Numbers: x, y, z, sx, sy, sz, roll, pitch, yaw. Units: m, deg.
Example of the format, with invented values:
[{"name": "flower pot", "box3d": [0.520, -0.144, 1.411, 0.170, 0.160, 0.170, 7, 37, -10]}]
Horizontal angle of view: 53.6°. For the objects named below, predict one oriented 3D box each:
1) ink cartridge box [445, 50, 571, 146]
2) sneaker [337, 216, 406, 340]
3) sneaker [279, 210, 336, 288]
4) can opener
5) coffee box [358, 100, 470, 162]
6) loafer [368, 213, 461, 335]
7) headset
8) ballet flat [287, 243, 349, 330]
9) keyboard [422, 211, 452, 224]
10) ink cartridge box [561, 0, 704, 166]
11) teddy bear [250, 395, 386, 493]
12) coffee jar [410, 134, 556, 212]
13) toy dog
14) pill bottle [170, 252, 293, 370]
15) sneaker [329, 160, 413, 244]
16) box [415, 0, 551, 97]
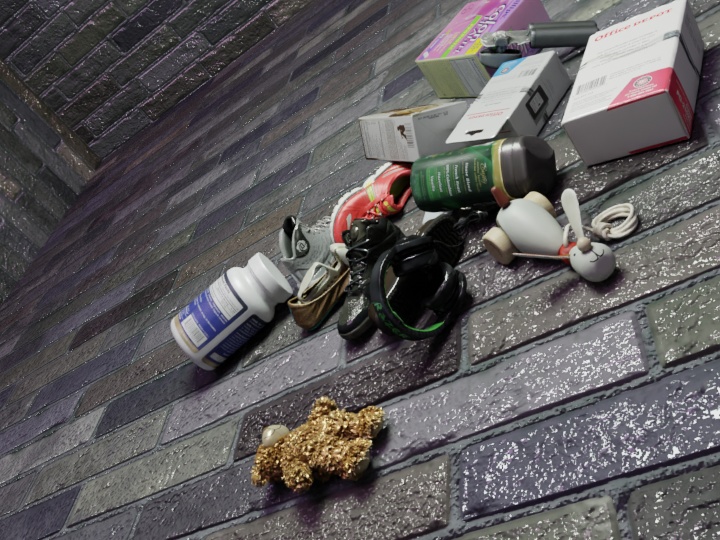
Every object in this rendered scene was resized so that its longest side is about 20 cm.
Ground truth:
[{"name": "ink cartridge box", "box3d": [0.238, -0.254, 1.147, 0.115, 0.067, 0.201, 6, 54, 54]}, {"name": "sneaker", "box3d": [0.000, 0.000, 1.057, 0.076, 0.114, 0.201, -5, 48, 50]}, {"name": "sneaker", "box3d": [-0.077, -0.072, 1.245, 0.074, 0.116, 0.202, -10, 42, 44]}, {"name": "can opener", "box3d": [0.301, -0.384, 1.214, 0.196, 0.068, 0.054, 0, 39, 7]}, {"name": "coffee box", "box3d": [0.092, -0.242, 1.246, 0.112, 0.081, 0.199, -18, 17, -22]}, {"name": "loafer", "box3d": [0.069, -0.001, 1.009, 0.201, 0.073, 0.071, -52, 28, -20]}, {"name": "headset", "box3d": [0.096, -0.002, 0.924, 0.094, 0.124, 0.201, -26, 21, 53]}, {"name": "ballet flat", "box3d": [-0.042, 0.004, 1.143, 0.200, 0.072, 0.068, -45, 29, -6]}, {"name": "keyboard", "box3d": [0.145, -0.152, 1.190, 0.056, 0.011, 0.202, -25, 32, 39]}, {"name": "ink cartridge box", "box3d": [0.370, -0.253, 0.961, 0.143, 0.084, 0.202, -12, 42, 43]}, {"name": "teddy bear", "box3d": [-0.057, 0.214, 0.883, 0.198, 0.067, 0.146, -5, 43, 48]}, {"name": "coffee jar", "box3d": [0.175, -0.136, 1.021, 0.198, 0.087, 0.103, -6, 2, 44]}, {"name": "toy dog", "box3d": [0.221, -0.056, 0.868, 0.199, 0.096, 0.133, 2, 51, 52]}, {"name": "pill bottle", "box3d": [-0.220, 0.068, 1.236, 0.199, 0.116, 0.116, -40, 28, 4]}, {"name": "sneaker", "box3d": [0.027, -0.114, 1.218, 0.200, 0.077, 0.085, -48, 34, -10]}, {"name": "box", "box3d": [0.233, -0.426, 1.358, 0.176, 0.097, 0.199, -48, 29, -12]}]
